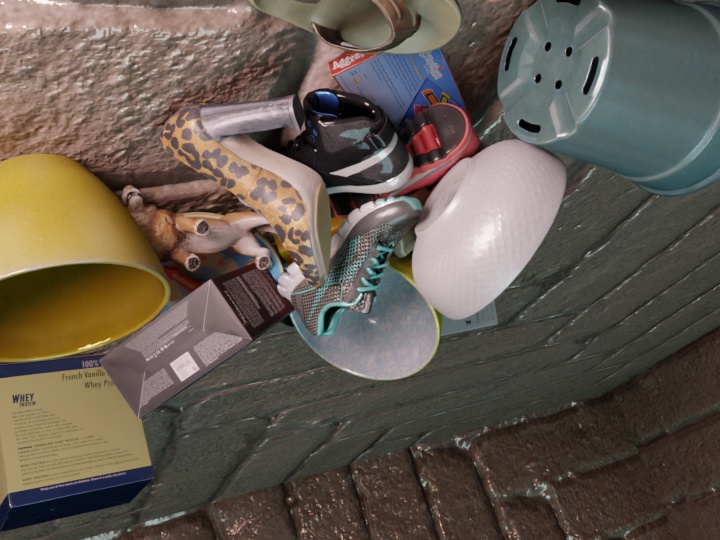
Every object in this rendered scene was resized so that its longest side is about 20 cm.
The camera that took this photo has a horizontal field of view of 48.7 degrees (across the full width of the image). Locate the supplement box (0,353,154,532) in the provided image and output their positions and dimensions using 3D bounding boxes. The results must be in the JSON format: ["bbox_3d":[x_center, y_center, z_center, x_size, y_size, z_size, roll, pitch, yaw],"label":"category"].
[{"bbox_3d":[-0.433,0.245,1.161,0.199,0.201,0.134,-3,153,-36],"label":"supplement box"}]

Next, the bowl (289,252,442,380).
[{"bbox_3d":[0.018,0.029,1.000,0.200,0.200,0.108,-40,-167,41],"label":"bowl"}]

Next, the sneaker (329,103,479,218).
[{"bbox_3d":[0.044,-0.105,0.873,0.199,0.074,0.087,-24,161,25],"label":"sneaker"}]

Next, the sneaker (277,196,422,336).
[{"bbox_3d":[0.000,0.000,0.853,0.200,0.092,0.077,-40,155,31],"label":"sneaker"}]

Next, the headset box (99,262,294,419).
[{"bbox_3d":[-0.165,0.066,0.863,0.148,0.075,0.200,-34,-179,12],"label":"headset box"}]

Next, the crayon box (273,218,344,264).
[{"bbox_3d":[-0.036,-0.044,1.027,0.126,0.051,0.200,-22,158,7],"label":"crayon box"}]

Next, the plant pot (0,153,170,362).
[{"bbox_3d":[-0.291,-0.021,0.735,0.198,0.143,0.200,-17,159,-7],"label":"plant pot"}]

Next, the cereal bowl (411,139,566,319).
[{"bbox_3d":[0.116,-0.055,0.823,0.083,0.201,0.200,34,137,-12],"label":"cereal bowl"}]

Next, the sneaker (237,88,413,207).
[{"bbox_3d":[-0.055,-0.128,0.796,0.198,0.073,0.112,-7,140,22],"label":"sneaker"}]

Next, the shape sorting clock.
[{"bbox_3d":[-0.190,0.018,0.953,0.198,0.039,0.201,-2,129,-2],"label":"shape sorting clock"}]

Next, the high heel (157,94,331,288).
[{"bbox_3d":[-0.106,-0.068,0.763,0.141,0.072,0.201,-4,120,15],"label":"high heel"}]

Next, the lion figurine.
[{"bbox_3d":[-0.162,-0.039,0.851,0.199,0.073,0.122,6,-173,-40],"label":"lion figurine"}]

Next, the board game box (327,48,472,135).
[{"bbox_3d":[0.048,-0.180,0.819,0.102,0.020,0.200,-22,159,12],"label":"board game box"}]

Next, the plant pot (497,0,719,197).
[{"bbox_3d":[0.255,-0.185,0.782,0.195,0.202,0.200,5,149,-31],"label":"plant pot"}]

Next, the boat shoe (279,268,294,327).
[{"bbox_3d":[-0.140,0.019,1.022,0.073,0.065,0.199,-20,148,37],"label":"boat shoe"}]

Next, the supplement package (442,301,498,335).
[{"bbox_3d":[0.090,0.039,1.195,0.199,0.118,0.117,-10,-176,-27],"label":"supplement package"}]

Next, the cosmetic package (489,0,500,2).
[{"bbox_3d":[0.123,-0.290,0.532,0.103,0.088,0.200,-19,158,0],"label":"cosmetic package"}]

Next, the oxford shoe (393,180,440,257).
[{"bbox_3d":[0.093,-0.081,0.956,0.199,0.074,0.071,-30,-159,-33],"label":"oxford shoe"}]

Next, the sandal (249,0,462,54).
[{"bbox_3d":[-0.002,-0.207,0.653,0.200,0.058,0.080,0,146,-33],"label":"sandal"}]
